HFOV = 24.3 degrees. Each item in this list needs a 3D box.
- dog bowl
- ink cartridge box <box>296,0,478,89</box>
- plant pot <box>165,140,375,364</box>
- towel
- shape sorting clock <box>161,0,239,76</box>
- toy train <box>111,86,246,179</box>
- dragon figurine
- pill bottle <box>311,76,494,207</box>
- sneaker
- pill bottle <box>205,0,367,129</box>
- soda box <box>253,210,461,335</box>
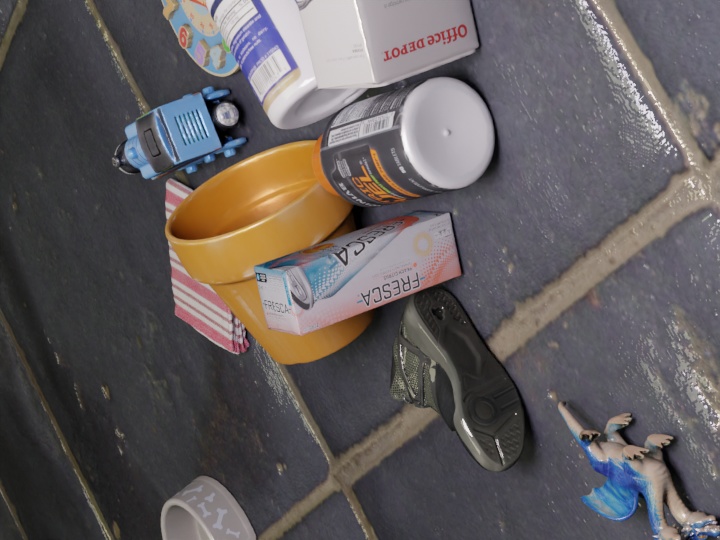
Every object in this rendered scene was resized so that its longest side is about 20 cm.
[{"bbox_3d":[-0.208,0.388,2.323,0.200,0.059,0.200,33,134,43],"label":"dog bowl"},{"bbox_3d":[0.013,-0.273,1.482,0.083,0.146,0.200,1,109,46],"label":"ink cartridge box"},{"bbox_3d":[-0.077,-0.009,1.770,0.200,0.200,0.183,11,133,54],"label":"plant pot"},{"bbox_3d":[-0.192,-0.007,2.091,0.146,0.030,0.200,29,129,47],"label":"towel"},{"bbox_3d":[-0.182,-0.313,1.872,0.200,0.039,0.200,34,135,43],"label":"shape sorting clock"},{"bbox_3d":[-0.216,-0.155,1.948,0.200,0.114,0.087,-14,96,58],"label":"toy train"},{"bbox_3d":[0.236,0.188,1.512,0.200,0.059,0.100,21,125,49],"label":"dragon figurine"},{"bbox_3d":[0.031,-0.117,1.599,0.200,0.106,0.106,-10,100,59],"label":"pill bottle"},{"bbox_3d":[0.094,0.125,1.683,0.200,0.076,0.114,58,149,22],"label":"sneaker"},{"bbox_3d":[-0.077,-0.247,1.588,0.200,0.120,0.120,61,148,11],"label":"pill bottle"},{"bbox_3d":[0.000,0.000,1.626,0.064,0.200,0.068,7,113,55],"label":"soda box"}]
